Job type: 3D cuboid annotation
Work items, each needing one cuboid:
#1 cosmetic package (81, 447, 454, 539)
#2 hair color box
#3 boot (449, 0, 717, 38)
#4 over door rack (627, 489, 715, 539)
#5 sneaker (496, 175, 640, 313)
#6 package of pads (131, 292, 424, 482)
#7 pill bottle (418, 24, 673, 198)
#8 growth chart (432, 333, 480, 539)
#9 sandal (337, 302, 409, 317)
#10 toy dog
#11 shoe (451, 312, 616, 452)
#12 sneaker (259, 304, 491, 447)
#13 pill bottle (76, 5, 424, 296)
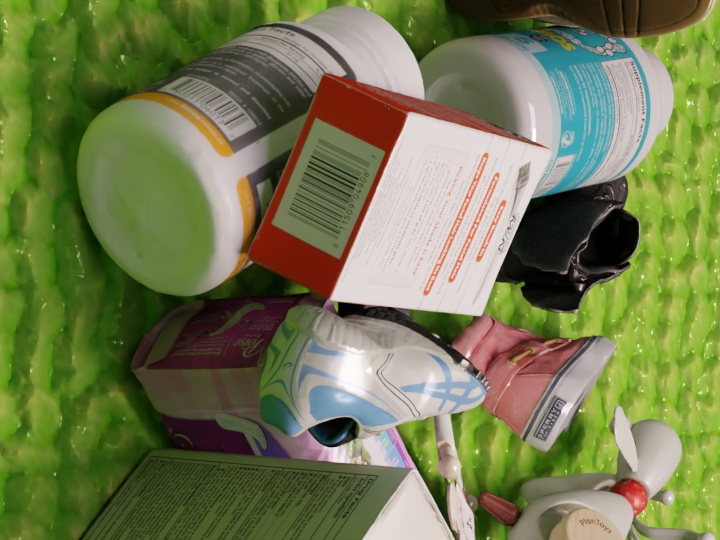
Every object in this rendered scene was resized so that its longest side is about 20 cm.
[{"bbox_3d":[-0.052,0.166,1.324,0.103,0.199,0.088,-51,126,-34],"label":"cosmetic package"},{"bbox_3d":[0.026,-0.039,1.361,0.200,0.064,0.111,9,106,-62],"label":"hair color box"},{"bbox_3d":[0.176,-0.199,1.590,0.154,0.199,0.073,-17,108,-49],"label":"boot"},{"bbox_3d":[0.222,0.263,1.676,0.200,0.066,0.149,-85,168,-64],"label":"over door rack"},{"bbox_3d":[0.154,-0.024,1.638,0.199,0.104,0.060,-29,114,-45],"label":"sneaker"},{"bbox_3d":[-0.038,0.108,1.400,0.076,0.120,0.201,-56,130,-40],"label":"package of pads"},{"bbox_3d":[0.126,-0.107,1.600,0.199,0.110,0.112,-13,101,-50],"label":"pill bottle"},{"bbox_3d":[0.061,0.141,1.503,0.201,0.018,0.145,76,4,-46],"label":"growth chart"},{"bbox_3d":[0.000,0.000,1.468,0.076,0.043,0.201,50,30,-35],"label":"sandal"},{"bbox_3d":[0.140,0.151,1.616,0.096,0.132,0.200,44,21,1],"label":"toy dog"},{"bbox_3d":[0.111,0.063,1.616,0.072,0.091,0.200,-61,172,12],"label":"shoe"},{"bbox_3d":[0.006,0.061,1.317,0.200,0.072,0.073,11,111,-60],"label":"sneaker"},{"bbox_3d":[-0.058,-0.075,1.377,0.200,0.116,0.117,-34,116,-44],"label":"pill bottle"}]
